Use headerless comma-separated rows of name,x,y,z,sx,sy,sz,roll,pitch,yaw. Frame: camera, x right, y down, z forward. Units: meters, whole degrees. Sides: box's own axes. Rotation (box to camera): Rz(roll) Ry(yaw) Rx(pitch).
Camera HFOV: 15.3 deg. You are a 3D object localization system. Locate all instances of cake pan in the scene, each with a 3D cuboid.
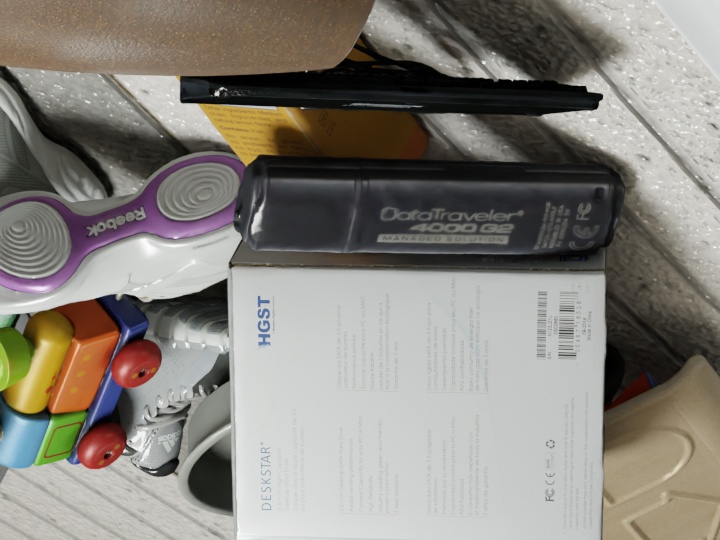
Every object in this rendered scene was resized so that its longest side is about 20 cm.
cake pan,-0.018,0.095,1.638,0.199,0.037,0.201,-12,156,-6

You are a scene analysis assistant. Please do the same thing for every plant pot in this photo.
plant pot,-0.091,-0.161,1.171,0.199,0.188,0.187,15,158,-17

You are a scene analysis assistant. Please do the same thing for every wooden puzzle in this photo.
wooden puzzle,0.137,0.131,1.553,0.199,0.046,0.185,-31,142,10

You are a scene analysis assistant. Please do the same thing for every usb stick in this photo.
usb stick,0.035,-0.033,1.353,0.198,0.033,0.056,1,130,-15

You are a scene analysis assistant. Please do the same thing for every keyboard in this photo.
keyboard,0.008,-0.095,1.271,0.198,0.040,0.104,2,180,-22

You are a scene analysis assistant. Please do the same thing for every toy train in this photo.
toy train,-0.184,0.040,1.617,0.085,0.115,0.201,47,129,28

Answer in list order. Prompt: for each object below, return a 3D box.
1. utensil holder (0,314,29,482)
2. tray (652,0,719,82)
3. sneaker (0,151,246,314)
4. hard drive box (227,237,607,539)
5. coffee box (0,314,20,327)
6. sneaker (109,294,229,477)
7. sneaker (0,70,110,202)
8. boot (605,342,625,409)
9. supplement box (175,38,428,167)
utensil holder,-0.346,0.072,1.845,0.199,0.171,0.170,13,153,16
tray,0.176,-0.125,1.158,0.107,0.022,0.200,0,146,44
sneaker,-0.143,-0.004,1.546,0.198,0.075,0.100,-11,152,7
hard drive box,0.032,0.062,1.427,0.198,0.157,0.077,2,-165,5
coffee box,-0.279,0.027,1.690,0.122,0.044,0.201,26,111,-5
sneaker,-0.104,0.077,1.682,0.199,0.116,0.075,11,-166,41
sneaker,-0.227,-0.066,1.567,0.074,0.080,0.200,0,145,45
boot,0.056,0.095,1.559,0.199,0.073,0.145,-16,153,-8
supplement box,-0.040,-0.099,1.349,0.068,0.067,0.200,9,151,33
